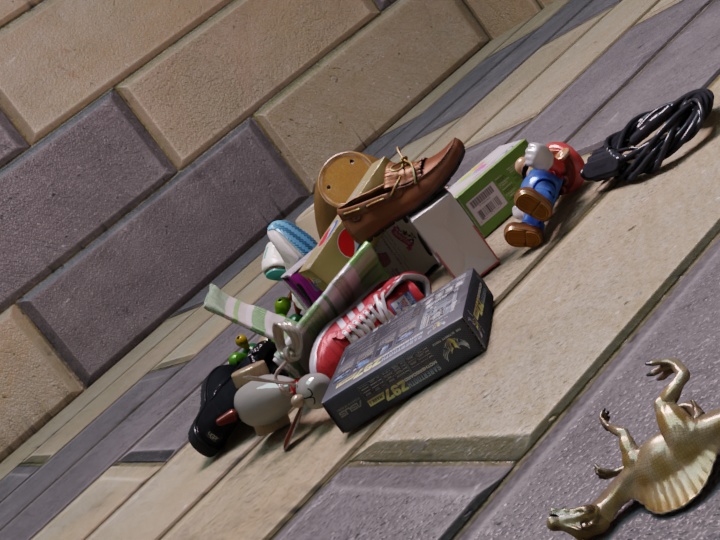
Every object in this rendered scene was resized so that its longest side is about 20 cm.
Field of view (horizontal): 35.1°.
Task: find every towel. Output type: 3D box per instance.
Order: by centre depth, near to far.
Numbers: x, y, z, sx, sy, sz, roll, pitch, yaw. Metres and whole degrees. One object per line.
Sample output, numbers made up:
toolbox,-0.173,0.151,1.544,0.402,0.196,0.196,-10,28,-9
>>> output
towel,-0.035,0.064,1.551,0.201,0.031,0.149,-51,-17,-7
towel,-0.136,0.077,1.678,0.024,0.198,0.153,-64,9,5

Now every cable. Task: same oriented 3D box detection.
cable,0.370,-0.168,1.415,0.163,0.051,0.200,-37,6,-24

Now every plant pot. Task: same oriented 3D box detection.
plant pot,0.000,-0.111,1.825,0.186,0.187,0.200,-38,-20,-2

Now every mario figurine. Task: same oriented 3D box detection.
mario figurine,0.222,-0.111,1.493,0.123,0.106,0.200,-33,12,34

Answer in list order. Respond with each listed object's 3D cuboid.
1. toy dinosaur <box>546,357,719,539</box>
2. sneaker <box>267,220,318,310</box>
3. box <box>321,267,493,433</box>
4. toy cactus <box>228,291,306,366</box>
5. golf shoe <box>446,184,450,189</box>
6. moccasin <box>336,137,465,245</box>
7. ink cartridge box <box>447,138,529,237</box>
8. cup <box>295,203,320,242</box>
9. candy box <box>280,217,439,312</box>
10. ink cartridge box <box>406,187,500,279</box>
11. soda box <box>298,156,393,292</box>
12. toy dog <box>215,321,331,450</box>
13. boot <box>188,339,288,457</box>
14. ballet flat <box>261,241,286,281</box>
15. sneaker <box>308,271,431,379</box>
toy dinosaur,0.208,0.109,0.734,0.200,0.058,0.102,-42,22,26
sneaker,-0.081,0.011,1.745,0.080,0.200,0.077,-35,17,20
box,0.057,0.091,1.315,0.199,0.051,0.158,-34,10,19
toy cactus,-0.130,0.114,1.834,0.200,0.102,0.165,-46,-6,-29
golf shoe,0.118,-0.114,2.023,0.092,0.075,0.200,-51,4,14
moccasin,0.053,-0.115,1.503,0.201,0.078,0.074,-33,11,33
ink cartridge box,0.182,-0.120,1.754,0.147,0.076,0.200,-40,11,-13
cup,-0.039,-0.065,2.105,0.199,0.144,0.200,-36,9,7
candy box,0.000,0.000,1.685,0.200,0.137,0.061,-39,11,-16
ink cartridge box,0.119,-0.054,1.563,0.067,0.117,0.200,-37,9,4
soda box,-0.003,-0.061,1.618,0.201,0.064,0.068,-57,11,-13
toy dog,-0.118,0.164,1.428,0.096,0.132,0.200,-29,-14,-31
boot,-0.164,0.161,1.649,0.168,0.076,0.201,-45,13,24
ballet flat,-0.072,-0.006,1.836,0.069,0.198,0.070,-23,60,48
sneaker,0.018,0.072,1.484,0.112,0.071,0.200,-21,23,51
